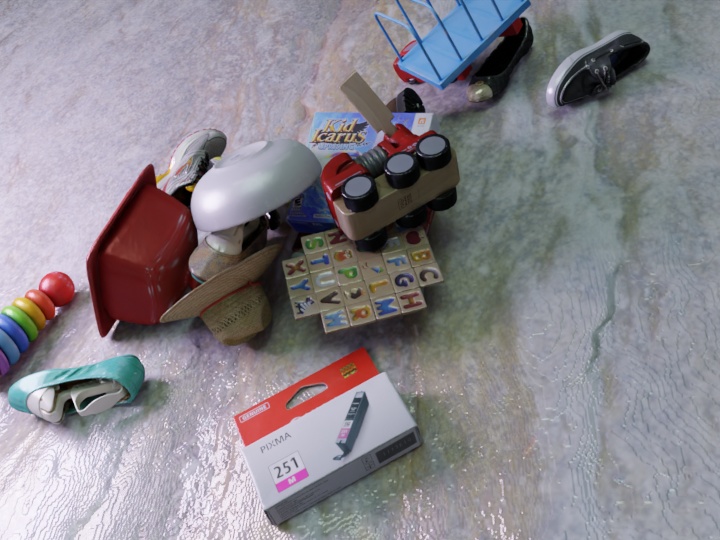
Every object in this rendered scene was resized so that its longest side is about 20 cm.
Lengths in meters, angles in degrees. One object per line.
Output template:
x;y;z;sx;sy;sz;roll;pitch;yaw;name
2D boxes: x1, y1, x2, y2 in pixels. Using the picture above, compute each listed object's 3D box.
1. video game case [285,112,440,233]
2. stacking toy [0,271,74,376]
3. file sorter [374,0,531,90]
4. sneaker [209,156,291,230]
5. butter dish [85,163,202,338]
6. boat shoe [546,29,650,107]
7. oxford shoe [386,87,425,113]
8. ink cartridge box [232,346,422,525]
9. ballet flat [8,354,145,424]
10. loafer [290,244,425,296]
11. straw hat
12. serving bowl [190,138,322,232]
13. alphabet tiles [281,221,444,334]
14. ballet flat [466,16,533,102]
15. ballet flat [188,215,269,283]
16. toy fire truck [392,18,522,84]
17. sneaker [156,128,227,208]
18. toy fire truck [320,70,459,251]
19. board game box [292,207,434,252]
0.004;-0.142;1.244;0.196;0.046;0.185;5;68;24;video game case
-0.503;0.074;1.265;0.084;0.086;0.201;14;50;30;stacking toy
0.139;-0.416;1.359;0.200;0.123;0.139;-44;38;-3;file sorter
-0.164;-0.133;1.353;0.090;0.079;0.199;-36;51;-28;sneaker
-0.285;-0.010;1.215;0.145;0.202;0.202;17;52;5;butter dish
0.375;-0.309;1.331;0.198;0.071;0.066;-33;43;-23;boat shoe
0.057;-0.186;1.333;0.084;0.072;0.203;-26;42;35;oxford shoe
-0.049;0.180;1.019;0.197;0.044;0.174;-27;45;-7;ink cartridge box
-0.384;0.165;1.135;0.196;0.068;0.071;-15;36;4;ballet flat
0.000;0.000;1.162;0.196;0.076;0.070;12;47;17;loafer
-0.167;0.054;1.149;0.199;0.201;0.086;-33;86;-13;straw hat
-0.154;-0.132;1.192;0.197;0.067;0.201;-22;21;9;serving bowl
0.001;0.001;1.106;0.196;0.006;0.168;-14;49;-5;alphabet tiles
0.228;-0.349;1.424;0.065;0.057;0.201;14;54;32;ballet flat
-0.182;-0.044;1.207;0.067;0.068;0.200;26;24;4;ballet flat
0.161;-0.385;1.449;0.198;0.049;0.142;10;60;45;toy fire truck
-0.279;-0.148;1.409;0.081;0.078;0.202;20;66;30;sneaker
0.014;-0.157;1.151;0.174;0.130;0.201;-29;47;-11;toy fire truck
0.005;-0.061;1.252;0.196;0.020;0.104;2;49;21;board game box
